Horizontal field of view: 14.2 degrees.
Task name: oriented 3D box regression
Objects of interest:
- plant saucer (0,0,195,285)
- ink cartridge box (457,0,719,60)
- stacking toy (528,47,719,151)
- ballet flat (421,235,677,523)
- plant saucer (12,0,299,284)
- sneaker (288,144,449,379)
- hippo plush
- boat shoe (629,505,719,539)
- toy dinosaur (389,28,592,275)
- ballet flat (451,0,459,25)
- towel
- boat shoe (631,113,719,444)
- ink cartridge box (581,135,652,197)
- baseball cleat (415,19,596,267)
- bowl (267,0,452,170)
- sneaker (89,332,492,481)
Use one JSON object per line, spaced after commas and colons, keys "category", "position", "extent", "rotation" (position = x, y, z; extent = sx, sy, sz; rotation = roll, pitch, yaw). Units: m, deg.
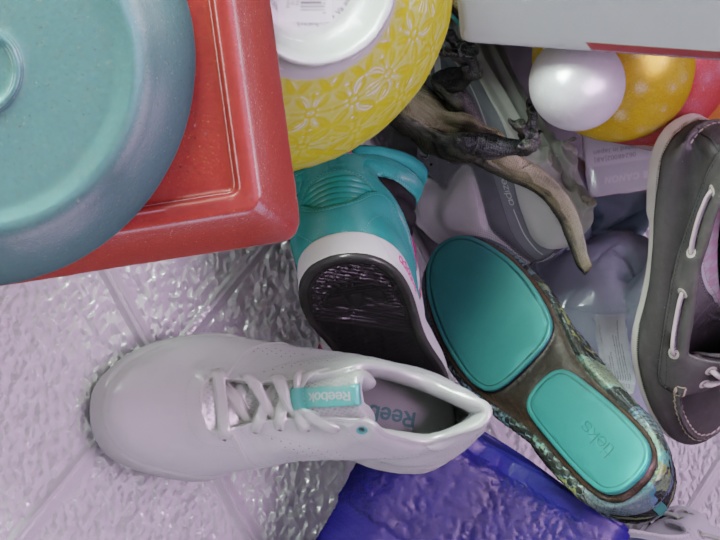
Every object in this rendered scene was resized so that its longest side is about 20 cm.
{"category": "plant saucer", "position": [-0.168, -0.088, 1.255], "extent": [0.200, 0.036, 0.200], "rotation": [-2, 99, -11]}
{"category": "ink cartridge box", "position": [0.138, -0.200, 1.468], "extent": [0.200, 0.144, 0.084], "rotation": [-69, 159, -46]}
{"category": "stacking toy", "position": [0.139, -0.111, 1.526], "extent": [0.200, 0.146, 0.146], "rotation": [-41, 124, -62]}
{"category": "ballet flat", "position": [0.101, 0.063, 1.545], "extent": [0.074, 0.200, 0.074], "rotation": [-22, 143, -18]}
{"category": "plant saucer", "position": [-0.134, -0.094, 1.298], "extent": [0.199, 0.037, 0.200], "rotation": [-9, 102, -9]}
{"category": "sneaker", "position": [0.000, 0.000, 1.535], "extent": [0.200, 0.084, 0.121], "rotation": [79, 7, -57]}
{"category": "hippo plush", "position": [0.173, 0.026, 1.684], "extent": [0.161, 0.159, 0.200], "rotation": [58, 30, -49]}
{"category": "boat shoe", "position": [0.190, 0.179, 1.796], "extent": [0.200, 0.073, 0.067], "rotation": [32, 51, -57]}
{"category": "toy dinosaur", "position": [0.056, -0.078, 1.523], "extent": [0.200, 0.088, 0.047], "rotation": [34, 59, -2]}
{"category": "ballet flat", "position": [0.087, -0.201, 1.589], "extent": [0.200, 0.071, 0.071], "rotation": [-76, 146, -53]}
{"category": "towel", "position": [0.032, 0.181, 1.526], "extent": [0.148, 0.050, 0.200], "rotation": [33, 83, -7]}
{"category": "boat shoe", "position": [0.186, 0.015, 1.538], "extent": [0.067, 0.057, 0.200], "rotation": [-23, 124, -30]}
{"category": "ink cartridge box", "position": [0.202, -0.137, 1.673], "extent": [0.047, 0.160, 0.200], "rotation": [58, 26, -66]}
{"category": "baseball cleat", "position": [0.047, -0.089, 1.597], "extent": [0.070, 0.106, 0.200], "rotation": [-8, 68, -61]}
{"category": "bowl", "position": [-0.037, -0.139, 1.387], "extent": [0.200, 0.108, 0.200], "rotation": [-3, 98, -18]}
{"category": "sneaker", "position": [-0.031, 0.065, 1.436], "extent": [0.200, 0.088, 0.075], "rotation": [1, 82, -19]}
